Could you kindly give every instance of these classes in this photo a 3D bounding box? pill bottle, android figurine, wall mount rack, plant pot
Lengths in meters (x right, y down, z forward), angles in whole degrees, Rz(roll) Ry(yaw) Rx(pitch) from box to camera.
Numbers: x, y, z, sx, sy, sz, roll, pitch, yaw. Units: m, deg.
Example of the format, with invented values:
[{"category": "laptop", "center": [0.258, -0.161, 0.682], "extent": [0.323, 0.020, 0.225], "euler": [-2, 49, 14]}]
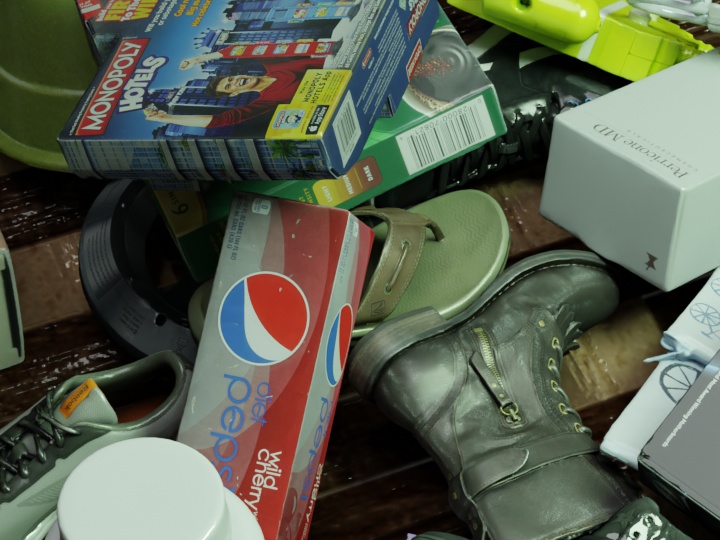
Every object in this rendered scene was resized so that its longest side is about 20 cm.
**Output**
[{"category": "pill bottle", "center": [-0.095, 0.172, 1.243], "extent": [0.109, 0.200, 0.109], "euler": [-2, 47, 2]}, {"category": "android figurine", "center": [0.127, -0.161, 1.588], "extent": [0.200, 0.041, 0.182], "euler": [23, 13, 11]}, {"category": "wall mount rack", "center": [0.264, -0.167, 1.533], "extent": [0.200, 0.174, 0.075], "euler": [14, 92, 9]}, {"category": "plant pot", "center": [-0.153, -0.190, 1.559], "extent": [0.200, 0.190, 0.200], "euler": [-7, 33, 5]}]

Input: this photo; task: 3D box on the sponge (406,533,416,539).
[{"category": "sponge", "center": [0.039, 0.229, 1.299], "extent": [0.112, 0.030, 0.200], "euler": [15, 49, 16]}]

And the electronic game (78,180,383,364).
[{"category": "electronic game", "center": [-0.065, -0.007, 1.513], "extent": [0.200, 0.042, 0.200], "euler": [4, 47, -4]}]

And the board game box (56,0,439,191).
[{"category": "board game box", "center": [-0.080, -0.108, 1.413], "extent": [0.200, 0.062, 0.200], "euler": [0, 39, 21]}]

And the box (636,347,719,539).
[{"category": "box", "center": [0.262, 0.070, 1.310], "extent": [0.160, 0.044, 0.200], "euler": [36, 79, 19]}]

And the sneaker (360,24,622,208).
[{"category": "sneaker", "center": [0.090, -0.084, 1.538], "extent": [0.112, 0.073, 0.200], "euler": [24, 42, 23]}]

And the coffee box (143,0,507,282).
[{"category": "coffee box", "center": [-0.030, -0.084, 1.471], "extent": [0.200, 0.044, 0.123], "euler": [-25, 47, -3]}]

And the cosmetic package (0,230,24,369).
[{"category": "cosmetic package", "center": [-0.269, -0.034, 1.512], "extent": [0.087, 0.103, 0.200], "euler": [-17, 50, -15]}]

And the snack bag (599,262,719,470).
[{"category": "snack bag", "center": [0.242, 0.080, 1.390], "extent": [0.189, 0.021, 0.200], "euler": [28, 43, 16]}]

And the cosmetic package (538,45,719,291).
[{"category": "cosmetic package", "center": [0.210, -0.069, 1.498], "extent": [0.200, 0.071, 0.101], "euler": [-25, 45, -38]}]

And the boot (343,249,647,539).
[{"category": "boot", "center": [0.104, 0.084, 1.400], "extent": [0.200, 0.069, 0.174], "euler": [-22, 54, -29]}]

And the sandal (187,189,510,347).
[{"category": "sandal", "center": [0.000, 0.001, 1.446], "extent": [0.201, 0.057, 0.080], "euler": [-20, 54, -25]}]

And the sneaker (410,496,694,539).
[{"category": "sneaker", "center": [0.117, 0.155, 1.294], "extent": [0.200, 0.060, 0.104], "euler": [32, 62, -16]}]

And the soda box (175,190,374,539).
[{"category": "soda box", "center": [-0.050, 0.063, 1.368], "extent": [0.070, 0.063, 0.200], "euler": [11, 84, 14]}]

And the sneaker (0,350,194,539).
[{"category": "sneaker", "center": [-0.172, 0.099, 1.399], "extent": [0.200, 0.079, 0.074], "euler": [-26, 53, -17]}]
